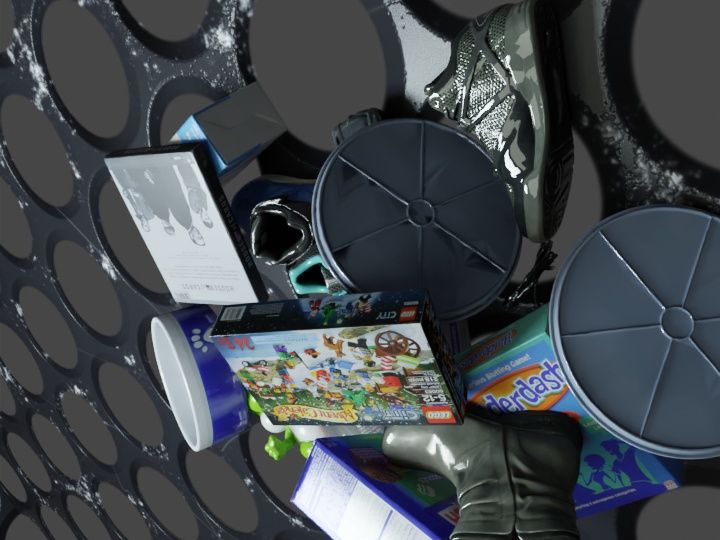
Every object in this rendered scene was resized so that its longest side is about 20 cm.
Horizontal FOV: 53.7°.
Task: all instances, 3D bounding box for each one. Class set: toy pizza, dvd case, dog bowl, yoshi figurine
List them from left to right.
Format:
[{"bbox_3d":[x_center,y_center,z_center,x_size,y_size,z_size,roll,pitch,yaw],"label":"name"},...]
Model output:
[{"bbox_3d":[-0.199,-0.047,0.821,0.147,0.025,0.203,3,127,33],"label":"dvd case"},{"bbox_3d":[-0.238,0.155,1.047,0.200,0.077,0.204,43,142,47],"label":"dog bowl"},{"bbox_3d":[-0.095,0.199,0.997,0.197,0.111,0.115,18,111,33],"label":"yoshi figurine"},{"bbox_3d":[0.052,-0.046,0.653,0.200,0.200,0.032,44,159,8],"label":"toy pizza"},{"bbox_3d":[0.249,0.046,0.571,0.199,0.201,0.032,38,170,14],"label":"toy pizza"}]

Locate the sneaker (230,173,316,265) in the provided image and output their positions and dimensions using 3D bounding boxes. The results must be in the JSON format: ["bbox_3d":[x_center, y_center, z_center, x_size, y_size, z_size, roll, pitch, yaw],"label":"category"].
[{"bbox_3d":[-0.108,-0.059,0.834,0.196,0.111,0.078,5,120,38],"label":"sneaker"}]

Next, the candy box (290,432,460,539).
[{"bbox_3d":[0.059,0.241,0.697,0.198,0.167,0.079,29,101,37],"label":"candy box"}]

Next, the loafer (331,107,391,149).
[{"bbox_3d":[0.018,-0.061,0.723,0.069,0.068,0.206,-16,82,25],"label":"loafer"}]

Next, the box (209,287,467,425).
[{"bbox_3d":[-0.016,0.083,0.627,0.195,0.038,0.138,-6,133,24],"label":"box"}]

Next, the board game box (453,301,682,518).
[{"bbox_3d":[0.175,0.143,0.663,0.200,0.045,0.151,46,128,-12],"label":"board game box"}]

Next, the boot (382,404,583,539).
[{"bbox_3d":[0.093,0.183,0.611,0.196,0.131,0.069,-5,122,26],"label":"boot"}]

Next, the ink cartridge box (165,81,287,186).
[{"bbox_3d":[-0.189,-0.130,0.853,0.199,0.116,0.068,-30,99,45],"label":"ink cartridge box"}]

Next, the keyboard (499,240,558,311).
[{"bbox_3d":[0.178,0.053,0.691,0.202,0.020,0.129,115,143,-45],"label":"keyboard"}]

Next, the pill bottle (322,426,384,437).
[{"bbox_3d":[0.008,0.171,0.877,0.116,0.116,0.202,-32,94,46],"label":"pill bottle"}]

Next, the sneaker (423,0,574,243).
[{"bbox_3d":[0.124,-0.125,0.629,0.112,0.076,0.204,2,114,41],"label":"sneaker"}]

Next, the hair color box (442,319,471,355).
[{"bbox_3d":[0.021,0.101,0.765,0.194,0.110,0.066,2,125,0],"label":"hair color box"}]

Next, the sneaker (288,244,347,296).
[{"bbox_3d":[0.000,0.000,0.795,0.197,0.091,0.079,-5,114,41],"label":"sneaker"}]
